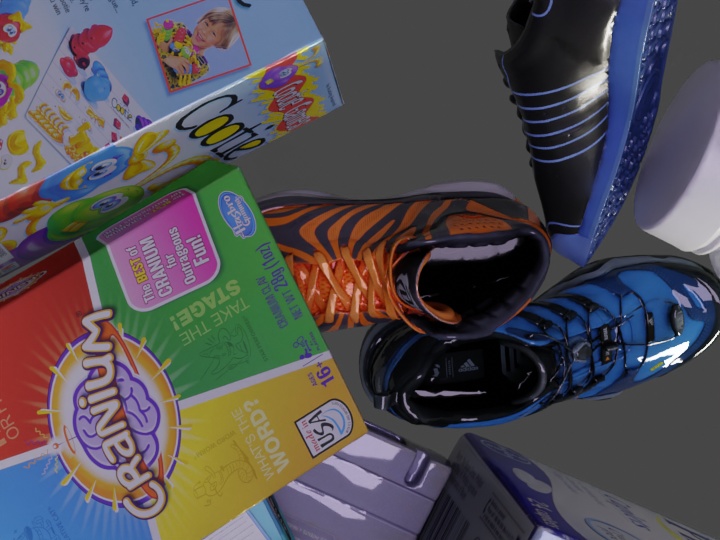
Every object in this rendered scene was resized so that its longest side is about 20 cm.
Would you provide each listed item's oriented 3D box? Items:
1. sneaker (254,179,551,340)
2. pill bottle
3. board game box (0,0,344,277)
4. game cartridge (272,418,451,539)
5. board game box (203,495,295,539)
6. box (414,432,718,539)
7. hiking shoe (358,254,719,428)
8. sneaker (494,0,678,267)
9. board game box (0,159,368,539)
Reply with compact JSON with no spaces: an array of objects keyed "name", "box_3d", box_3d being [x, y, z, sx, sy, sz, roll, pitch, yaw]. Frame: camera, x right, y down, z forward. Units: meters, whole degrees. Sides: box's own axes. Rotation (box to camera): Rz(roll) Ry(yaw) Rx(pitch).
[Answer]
[{"name":"sneaker","box_3d":[0.000,0.000,1.247,0.200,0.112,0.078,-15,104,-5]},{"name":"pill bottle","box_3d":[0.250,-0.026,1.276,0.200,0.113,0.114,22,98,-12]},{"name":"board game box","box_3d":[-0.122,-0.092,1.197,0.200,0.103,0.105,-26,75,-1]},{"name":"game cartridge","box_3d":[-0.068,0.116,1.305,0.200,0.038,0.130,26,102,-12]},{"name":"board game box","box_3d":[-0.121,0.130,1.259,0.151,0.047,0.200,-25,105,1]},{"name":"box","box_3d":[0.135,0.185,1.272,0.200,0.184,0.105,24,96,-13]},{"name":"hiking shoe","box_3d":[0.101,0.047,1.284,0.200,0.087,0.075,-15,106,-4]},{"name":"sneaker","box_3d":[0.106,-0.091,1.246,0.078,0.070,0.200,23,135,15]},{"name":"board game box","box_3d":[-0.114,0.062,1.180,0.200,0.040,0.153,-32,109,-18]}]
